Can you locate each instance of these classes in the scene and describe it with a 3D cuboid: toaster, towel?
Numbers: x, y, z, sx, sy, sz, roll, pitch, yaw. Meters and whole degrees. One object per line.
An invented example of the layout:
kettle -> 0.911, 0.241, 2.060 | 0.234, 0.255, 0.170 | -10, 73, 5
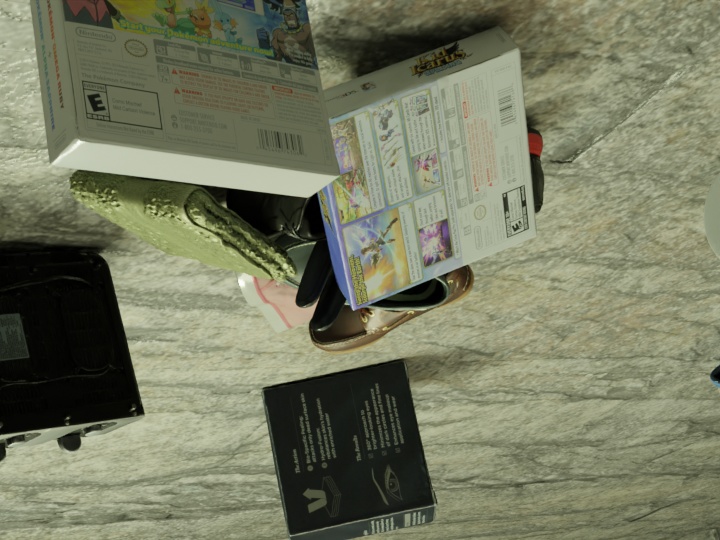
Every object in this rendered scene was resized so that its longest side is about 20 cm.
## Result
toaster -> -0.321, 0.074, 1.459 | 0.179, 0.202, 0.118 | -5, 162, -40
towel -> -0.155, -0.041, 1.368 | 0.147, 0.037, 0.200 | 12, 169, 29

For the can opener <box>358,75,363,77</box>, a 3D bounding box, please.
can opener -> 0.052, -0.102, 1.340 | 0.066, 0.054, 0.200 | 24, 173, 31

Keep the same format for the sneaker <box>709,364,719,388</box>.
sneaker -> 0.611, 0.134, 2.293 | 0.078, 0.067, 0.199 | 13, 148, -41

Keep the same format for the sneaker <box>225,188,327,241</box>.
sneaker -> -0.060, -0.061, 1.376 | 0.075, 0.092, 0.200 | -1, 158, -30

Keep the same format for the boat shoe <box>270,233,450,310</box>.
boat shoe -> 0.000, 0.000, 1.493 | 0.198, 0.062, 0.074 | 10, 108, -31

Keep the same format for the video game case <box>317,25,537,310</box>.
video game case -> 0.052, -0.083, 1.281 | 0.180, 0.046, 0.201 | -22, 132, -12

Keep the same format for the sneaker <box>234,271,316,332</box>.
sneaker -> -0.067, -0.003, 1.552 | 0.104, 0.076, 0.200 | -21, 158, 5

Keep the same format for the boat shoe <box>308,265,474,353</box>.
boat shoe -> 0.026, 0.030, 1.690 | 0.199, 0.071, 0.070 | -27, 163, 14

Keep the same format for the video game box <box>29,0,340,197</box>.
video game box -> -0.116, -0.146, 0.995 | 0.198, 0.184, 0.047 | 6, 157, -39

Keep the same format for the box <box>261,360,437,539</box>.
box -> -0.015, 0.246, 2.037 | 0.197, 0.199, 0.118 | -11, 161, -3

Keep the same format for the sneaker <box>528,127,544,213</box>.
sneaker -> 0.104, -0.057, 1.470 | 0.070, 0.099, 0.200 | 3, 156, -39

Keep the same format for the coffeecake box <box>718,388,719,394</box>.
coffeecake box -> 0.658, 0.208, 2.381 | 0.072, 0.155, 0.200 | -1, 156, -28

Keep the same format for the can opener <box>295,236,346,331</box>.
can opener -> -0.016, -0.021, 1.402 | 0.078, 0.064, 0.200 | -25, -161, 36

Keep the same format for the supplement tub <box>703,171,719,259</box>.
supplement tub -> 0.470, -0.050, 1.632 | 0.199, 0.142, 0.140 | 8, 152, -43
